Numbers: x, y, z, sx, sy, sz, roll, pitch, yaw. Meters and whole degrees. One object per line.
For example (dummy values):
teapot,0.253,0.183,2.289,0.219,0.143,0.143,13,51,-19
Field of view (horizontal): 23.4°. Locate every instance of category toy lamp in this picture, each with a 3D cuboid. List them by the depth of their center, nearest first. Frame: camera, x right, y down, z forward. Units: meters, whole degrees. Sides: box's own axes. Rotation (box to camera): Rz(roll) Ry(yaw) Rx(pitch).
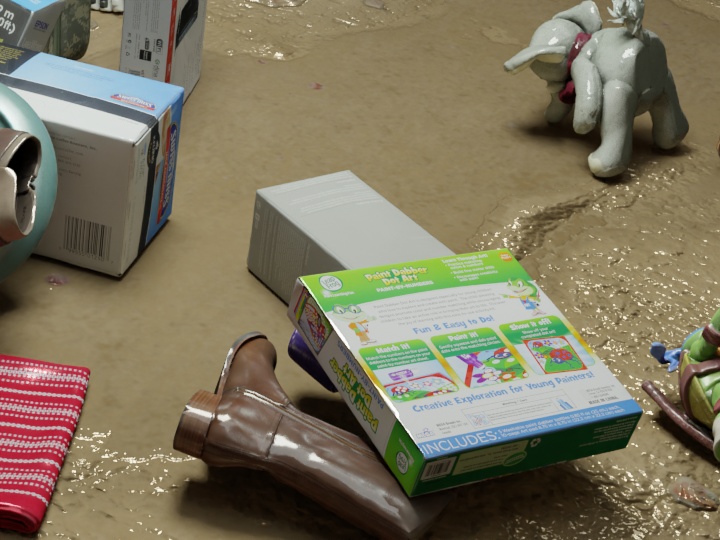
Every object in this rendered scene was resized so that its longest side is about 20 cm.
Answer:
toy lamp,0.037,0.092,1.331,0.199,0.059,0.058,27,32,14

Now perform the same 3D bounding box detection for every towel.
towel,-0.280,0.114,1.247,0.143,0.023,0.200,10,29,-2

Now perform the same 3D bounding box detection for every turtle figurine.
turtle figurine,0.327,0.091,1.354,0.198,0.145,0.194,6,33,0

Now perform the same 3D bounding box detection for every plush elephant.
plush elephant,0.240,-0.209,1.854,0.154,0.202,0.164,10,30,40

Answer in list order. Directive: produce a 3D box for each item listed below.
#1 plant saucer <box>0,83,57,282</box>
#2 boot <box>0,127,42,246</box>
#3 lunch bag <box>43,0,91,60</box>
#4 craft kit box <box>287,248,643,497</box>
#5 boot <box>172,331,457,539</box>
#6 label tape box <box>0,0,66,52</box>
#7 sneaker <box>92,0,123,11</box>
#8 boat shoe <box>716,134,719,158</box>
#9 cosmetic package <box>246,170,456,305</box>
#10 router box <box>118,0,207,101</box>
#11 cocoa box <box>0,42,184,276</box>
plant saucer,-0.346,-0.072,1.408,0.198,0.202,0.027,15,-13,9
boot,-0.323,-0.029,1.332,0.145,0.070,0.202,-4,62,17
lunch bag,-0.396,-0.269,1.764,0.199,0.140,0.168,22,32,21
craft kit box,0.075,0.069,1.293,0.199,0.049,0.198,-7,46,-31
boot,-0.020,0.125,1.275,0.199,0.065,0.187,20,25,7
label tape box,-0.369,-0.237,1.633,0.143,0.201,0.066,27,7,12
sneaker,-0.326,-0.353,2.012,0.198,0.076,0.081,17,21,11
boat shoe,0.415,-0.129,1.841,0.070,0.071,0.200,9,29,-10
cosmetic package,0.000,0.000,1.473,0.106,0.091,0.200,-12,39,-32
router box,-0.195,-0.259,1.747,0.048,0.201,0.180,11,29,4
cocoa box,-0.270,-0.103,1.516,0.198,0.134,0.131,15,29,8
